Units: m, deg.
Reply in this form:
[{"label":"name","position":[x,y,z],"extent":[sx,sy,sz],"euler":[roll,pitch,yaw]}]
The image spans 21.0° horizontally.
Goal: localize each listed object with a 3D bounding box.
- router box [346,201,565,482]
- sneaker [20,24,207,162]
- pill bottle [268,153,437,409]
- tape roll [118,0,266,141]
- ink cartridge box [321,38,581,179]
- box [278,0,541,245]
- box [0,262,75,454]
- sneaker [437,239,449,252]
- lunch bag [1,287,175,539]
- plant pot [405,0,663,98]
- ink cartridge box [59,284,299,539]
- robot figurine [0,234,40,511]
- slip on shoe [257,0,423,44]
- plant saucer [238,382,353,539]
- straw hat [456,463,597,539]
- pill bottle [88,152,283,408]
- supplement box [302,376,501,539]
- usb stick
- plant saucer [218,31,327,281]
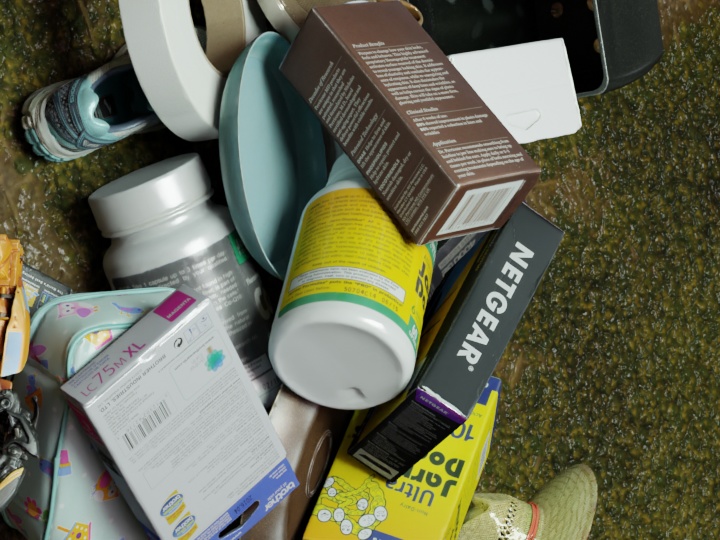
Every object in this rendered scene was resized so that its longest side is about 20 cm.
[{"label":"router box","position":[0.076,0.057,1.547],"extent":[0.051,0.149,0.200],"euler":[34,57,-6]},{"label":"sneaker","position":[-0.169,-0.142,1.535],"extent":[0.200,0.086,0.078],"euler":[-38,108,-41]},{"label":"pill bottle","position":[0.000,0.000,1.516],"extent":[0.113,0.113,0.200],"euler":[43,39,-29]},{"label":"tape roll","position":[-0.128,-0.201,1.519],"extent":[0.203,0.037,0.203],"euler":[-8,90,-69]},{"label":"ink cartridge box","position":[0.064,-0.135,1.662],"extent":[0.146,0.200,0.086],"euler":[-14,93,-43]},{"label":"box","position":[0.036,-0.118,1.514],"extent":[0.100,0.075,0.200],"euler":[-12,57,-43]},{"label":"box","position":[-0.320,0.046,1.412],"extent":[0.200,0.044,0.161],"euler":[32,66,-34]},{"label":"sneaker","position":[0.040,-0.021,1.673],"extent":[0.076,0.200,0.115],"euler":[48,21,4]},{"label":"lunch bag","position":[-0.179,0.114,1.432],"extent":[0.160,0.077,0.200],"euler":[-9,117,-43]},{"label":"plant pot","position":[0.173,-0.247,1.787],"extent":[0.177,0.199,0.201],"euler":[-7,89,-52]},{"label":"ink cartridge box","position":[-0.126,0.120,1.400],"extent":[0.119,0.042,0.200],"euler":[-41,131,-20]},{"label":"robot figurine","position":[-0.291,0.074,1.335],"extent":[0.145,0.058,0.201],"euler":[2,74,-1]},{"label":"slip on shoe","position":[-0.016,-0.217,1.631],"extent":[0.200,0.061,0.076],"euler":[18,41,-54]},{"label":"plant saucer","position":[-0.046,0.152,1.567],"extent":[0.200,0.032,0.201],"euler":[16,90,-78]},{"label":"straw hat","position":[0.115,0.236,1.693],"extent":[0.085,0.201,0.201],"euler":[30,64,-11]},{"label":"pill bottle","position":[-0.134,0.017,1.532],"extent":[0.113,0.113,0.200],"euler":[-31,106,-39]},{"label":"supplement box","position":[0.034,0.180,1.620],"extent":[0.110,0.109,0.200],"euler":[92,18,-56]},{"label":"usb stick","position":[0.088,-0.018,1.782],"extent":[0.200,0.033,0.056],"euler":[-45,120,-35]},{"label":"plant saucer","position":[-0.071,-0.088,1.545],"extent":[0.200,0.027,0.201],"euler":[-4,90,-73]}]
